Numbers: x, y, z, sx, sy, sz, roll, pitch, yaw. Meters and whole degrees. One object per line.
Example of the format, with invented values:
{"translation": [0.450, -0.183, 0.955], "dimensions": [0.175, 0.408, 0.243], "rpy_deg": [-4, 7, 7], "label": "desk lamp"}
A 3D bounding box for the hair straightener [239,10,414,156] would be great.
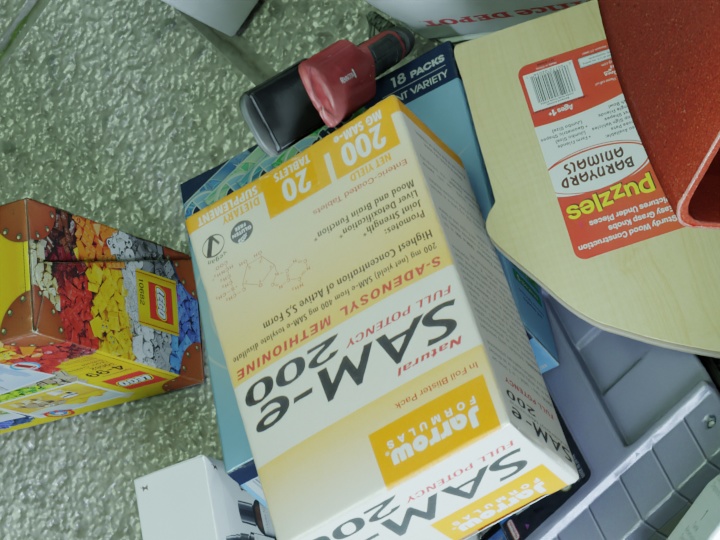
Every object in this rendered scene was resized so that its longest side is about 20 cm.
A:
{"translation": [-0.025, -0.097, 1.434], "dimensions": [0.077, 0.200, 0.041], "rpy_deg": [-26, 101, 21], "label": "hair straightener"}

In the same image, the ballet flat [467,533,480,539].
{"translation": [0.016, 0.087, 1.439], "dimensions": [0.069, 0.069, 0.200], "rpy_deg": [-51, 53, 12], "label": "ballet flat"}

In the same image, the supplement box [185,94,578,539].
{"translation": [0.006, 0.034, 1.322], "dimensions": [0.126, 0.074, 0.200], "rpy_deg": [-31, 52, 15], "label": "supplement box"}

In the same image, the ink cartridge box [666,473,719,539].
{"translation": [0.233, 0.120, 1.230], "dimensions": [0.200, 0.163, 0.057], "rpy_deg": [-55, 15, 6], "label": "ink cartridge box"}

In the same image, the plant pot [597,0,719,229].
{"translation": [0.213, -0.146, 1.229], "dimensions": [0.176, 0.200, 0.200], "rpy_deg": [58, 133, 41], "label": "plant pot"}

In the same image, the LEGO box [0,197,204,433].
{"translation": [-0.210, 0.034, 1.548], "dimensions": [0.200, 0.149, 0.077], "rpy_deg": [-15, 70, 30], "label": "LEGO box"}

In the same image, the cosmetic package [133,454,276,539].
{"translation": [-0.060, 0.200, 1.445], "dimensions": [0.051, 0.083, 0.200], "rpy_deg": [-22, 67, 28], "label": "cosmetic package"}

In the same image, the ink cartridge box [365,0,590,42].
{"translation": [0.043, -0.190, 1.409], "dimensions": [0.145, 0.200, 0.083], "rpy_deg": [-4, 72, 33], "label": "ink cartridge box"}

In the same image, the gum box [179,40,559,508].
{"translation": [0.000, 0.000, 1.435], "dimensions": [0.170, 0.045, 0.200], "rpy_deg": [-28, 47, 17], "label": "gum box"}

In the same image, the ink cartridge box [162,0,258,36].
{"translation": [-0.147, -0.229, 1.576], "dimensions": [0.200, 0.146, 0.084], "rpy_deg": [40, 100, 34], "label": "ink cartridge box"}

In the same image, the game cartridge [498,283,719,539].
{"translation": [0.106, 0.061, 1.364], "dimensions": [0.130, 0.038, 0.200], "rpy_deg": [-41, 39, 13], "label": "game cartridge"}

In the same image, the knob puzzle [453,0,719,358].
{"translation": [0.156, -0.044, 1.343], "dimensions": [0.220, 0.030, 0.220], "rpy_deg": [-4, 67, 10], "label": "knob puzzle"}

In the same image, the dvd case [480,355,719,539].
{"translation": [0.148, 0.113, 1.320], "dimensions": [0.200, 0.018, 0.143], "rpy_deg": [-44, 37, 18], "label": "dvd case"}
